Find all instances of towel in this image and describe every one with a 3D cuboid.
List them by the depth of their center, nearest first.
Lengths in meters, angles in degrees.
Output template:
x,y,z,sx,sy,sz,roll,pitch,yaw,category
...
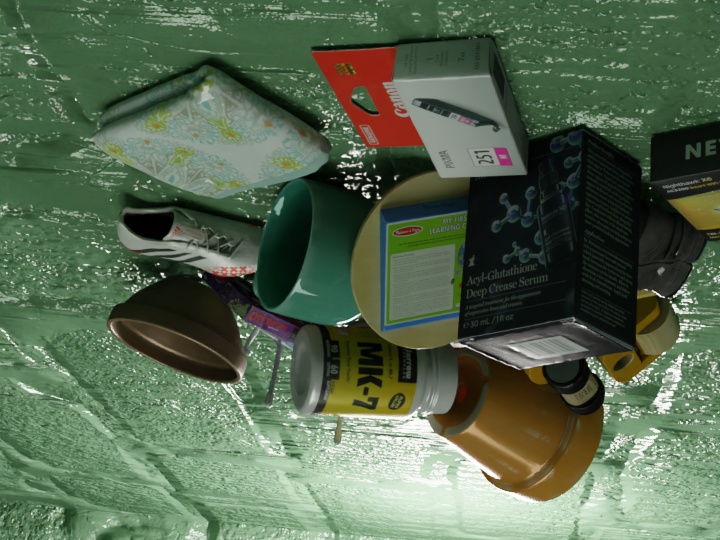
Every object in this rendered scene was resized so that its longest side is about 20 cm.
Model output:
x,y,z,sx,sy,sz,roll,pitch,yaw,category
-0.154,-0.134,1.369,0.199,0.049,0.170,-14,151,42,towel

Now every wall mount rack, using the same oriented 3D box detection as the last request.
x,y,z,sx,sy,sz,roll,pitch,yaw,category
-0.080,0.143,1.801,0.199,0.075,0.174,31,-171,-25,wall mount rack

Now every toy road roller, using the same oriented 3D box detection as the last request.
x,y,z,sx,sy,sz,roll,pitch,yaw,category
0.292,0.073,1.709,0.199,0.146,0.123,-37,148,5,toy road roller

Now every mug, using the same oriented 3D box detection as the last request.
x,y,z,sx,sy,sz,roll,pitch,yaw,category
-0.041,-0.019,1.502,0.113,0.154,0.185,14,-175,-23,mug

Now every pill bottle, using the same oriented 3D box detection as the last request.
x,y,z,sx,sy,sz,roll,pitch,yaw,category
0.017,0.132,1.722,0.198,0.116,0.114,4,161,-18,pill bottle

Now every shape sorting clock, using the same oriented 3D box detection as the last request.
x,y,z,sx,sy,sz,roll,pitch,yaw,category
0.079,-0.012,1.445,0.199,0.201,0.039,20,-168,-31,shape sorting clock

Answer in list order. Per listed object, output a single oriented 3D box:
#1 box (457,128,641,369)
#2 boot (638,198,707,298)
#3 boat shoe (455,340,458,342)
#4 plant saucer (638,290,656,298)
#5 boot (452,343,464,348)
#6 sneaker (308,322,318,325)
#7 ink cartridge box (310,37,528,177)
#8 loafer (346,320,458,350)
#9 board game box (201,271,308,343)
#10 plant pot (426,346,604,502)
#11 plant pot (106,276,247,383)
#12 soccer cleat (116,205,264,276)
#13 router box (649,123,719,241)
x,y,z,sx,sy,sz,roll,pitch,yaw,category
0.192,-0.018,1.348,0.148,0.202,0.107,-15,151,43,box
0.289,0.013,1.454,0.131,0.070,0.201,15,123,-33,boot
0.178,0.064,1.610,0.199,0.072,0.061,7,163,7,boat shoe
0.230,-0.012,1.566,0.199,0.049,0.199,-15,150,43,plant saucer
0.183,0.086,1.803,0.198,0.069,0.188,14,157,-20,boot
-0.058,0.021,1.722,0.090,0.075,0.200,30,162,1,sneaker
0.060,-0.149,1.275,0.172,0.044,0.200,-2,157,17,ink cartridge box
0.062,0.125,1.907,0.198,0.072,0.073,14,161,16,loafer
-0.111,0.060,1.789,0.199,0.032,0.120,29,-167,-45,board game box
0.194,0.190,1.804,0.182,0.202,0.199,26,152,-33,plant pot
-0.238,0.072,1.828,0.199,0.093,0.201,20,160,7,plant pot
-0.196,-0.040,1.598,0.198,0.069,0.085,10,163,3,soccer cleat
0.403,-0.093,1.300,0.198,0.053,0.157,-9,154,35,router box
